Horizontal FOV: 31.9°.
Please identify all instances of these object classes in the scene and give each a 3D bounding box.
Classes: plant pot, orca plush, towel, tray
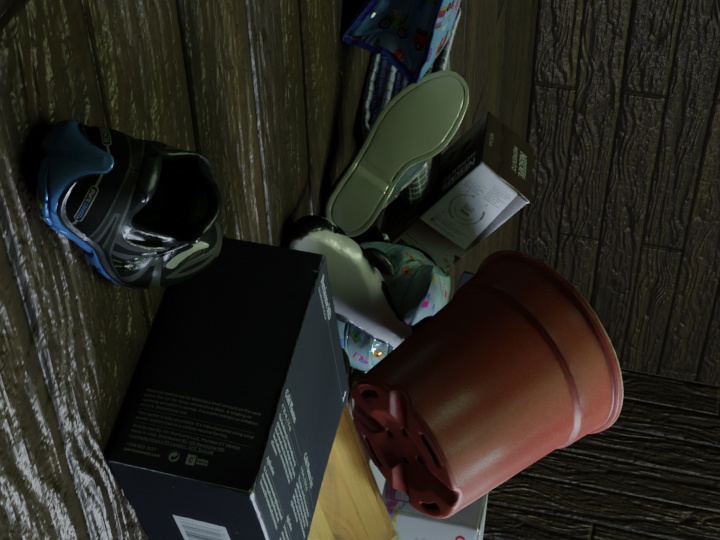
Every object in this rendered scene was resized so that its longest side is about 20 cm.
[{"bbox_3d":[0.107,0.116,1.180,0.194,0.200,0.203,-31,142,-26],"label":"plant pot"},{"bbox_3d":[0.000,0.000,1.210,0.105,0.199,0.072,-38,-144,33],"label":"orca plush"},{"bbox_3d":[0.062,-0.198,1.449,0.166,0.084,0.203,73,28,-67],"label":"towel"},{"bbox_3d":[-0.038,0.185,1.113,0.098,0.037,0.202,-37,123,-30],"label":"tray"}]

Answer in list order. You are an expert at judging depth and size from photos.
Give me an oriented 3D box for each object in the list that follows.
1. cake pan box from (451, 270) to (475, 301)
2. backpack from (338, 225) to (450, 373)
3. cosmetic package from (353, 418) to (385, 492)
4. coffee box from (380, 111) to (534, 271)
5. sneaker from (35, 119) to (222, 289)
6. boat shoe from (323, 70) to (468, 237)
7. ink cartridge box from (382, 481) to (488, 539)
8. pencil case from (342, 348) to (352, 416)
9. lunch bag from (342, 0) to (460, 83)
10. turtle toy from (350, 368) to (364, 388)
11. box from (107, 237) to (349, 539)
[{"bbox_3d":[0.125,0.131,1.456,0.186,0.052,0.201,-64,154,-22],"label":"cake pan box"},{"bbox_3d":[0.026,0.036,1.356,0.200,0.125,0.170,21,82,-75],"label":"backpack"},{"bbox_3d":[-0.030,0.267,1.359,0.107,0.089,0.203,65,39,-66],"label":"cosmetic package"},{"bbox_3d":[0.112,-0.080,1.519,0.200,0.079,0.114,-41,-159,35],"label":"coffee box"},{"bbox_3d":[-0.114,-0.029,0.714,0.200,0.081,0.072,53,48,-75],"label":"sneaker"},{"bbox_3d":[0.033,-0.121,1.282,0.201,0.073,0.062,-51,-174,0],"label":"boat shoe"},{"bbox_3d":[0.047,0.321,1.490,0.085,0.197,0.147,-57,155,-61],"label":"ink cartridge box"},{"bbox_3d":[-0.046,0.162,1.217,0.090,0.077,0.202,-49,150,-38],"label":"pencil case"},{"bbox_3d":[0.078,-0.312,1.249,0.201,0.093,0.151,-60,180,31],"label":"lunch bag"},{"bbox_3d":[0.055,0.131,1.506,0.101,0.143,0.204,-10,109,-84],"label":"turtle toy"},{"bbox_3d":[-0.085,0.110,0.914,0.201,0.102,0.184,83,21,-56],"label":"box"}]
